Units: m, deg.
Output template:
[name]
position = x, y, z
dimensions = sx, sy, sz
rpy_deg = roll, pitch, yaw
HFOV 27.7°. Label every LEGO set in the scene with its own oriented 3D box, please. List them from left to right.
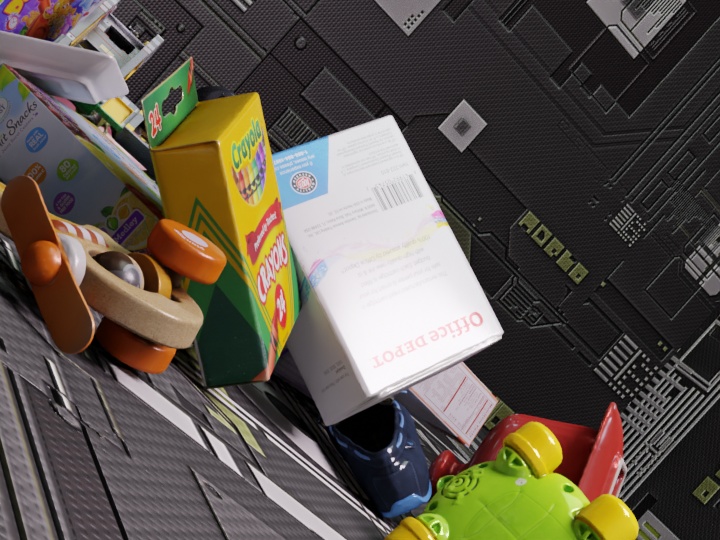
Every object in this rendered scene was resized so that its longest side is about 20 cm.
[LEGO set]
position = -0.205, -0.137, 1.258
dimensions = 0.199, 0.116, 0.154
rpy_deg = 38, -43, -1

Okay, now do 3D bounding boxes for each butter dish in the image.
[butter dish]
position = 0.121, 0.187, 1.158
dimensions = 0.147, 0.201, 0.200
rpy_deg = 19, -6, 14

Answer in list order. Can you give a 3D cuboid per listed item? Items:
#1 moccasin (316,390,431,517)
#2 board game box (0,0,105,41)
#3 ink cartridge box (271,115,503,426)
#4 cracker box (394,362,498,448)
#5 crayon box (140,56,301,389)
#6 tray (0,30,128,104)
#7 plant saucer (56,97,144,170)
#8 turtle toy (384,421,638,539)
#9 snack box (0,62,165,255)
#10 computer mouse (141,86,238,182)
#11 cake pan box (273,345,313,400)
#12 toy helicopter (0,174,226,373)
[moccasin]
position = 0.013, 0.122, 1.191
dimensions = 0.069, 0.080, 0.200
rpy_deg = 67, -10, -25
[board game box]
position = -0.285, -0.233, 1.250
dimensions = 0.045, 0.200, 0.134
rpy_deg = 43, 2, 15
[ink cartridge box]
position = 0.000, 0.000, 1.136
dimensions = 0.201, 0.144, 0.085
rpy_deg = 63, -34, 9
[cracker box]
position = 0.026, 0.073, 1.308
dimensions = 0.133, 0.058, 0.200
rpy_deg = 27, -13, 38
[crayon box]
position = -0.091, -0.038, 0.995
dimensions = 0.127, 0.050, 0.202
rpy_deg = -69, 150, -67
[tray]
position = -0.276, -0.158, 1.088
dimensions = 0.198, 0.022, 0.107
rpy_deg = 12, -7, -1
[plant saucer]
position = -0.265, -0.119, 1.502
dimensions = 0.200, 0.051, 0.201
rpy_deg = 43, 2, -2
[turtle toy]
position = 0.117, 0.209, 0.976
dimensions = 0.200, 0.145, 0.101
rpy_deg = 44, -19, 33
[snack box]
position = -0.188, -0.047, 1.091
dimensions = 0.200, 0.068, 0.169
rpy_deg = 45, 2, 17
[computer mouse]
position = -0.176, -0.103, 1.326
dimensions = 0.059, 0.199, 0.034
rpy_deg = 46, 37, -12
[cake pan box]
position = -0.102, 0.038, 1.404
dimensions = 0.200, 0.052, 0.184
rpy_deg = 45, 0, 34
[toy helicopter]
position = -0.176, -0.016, 0.802
dimensions = 0.199, 0.079, 0.132
rpy_deg = 32, 10, 3
